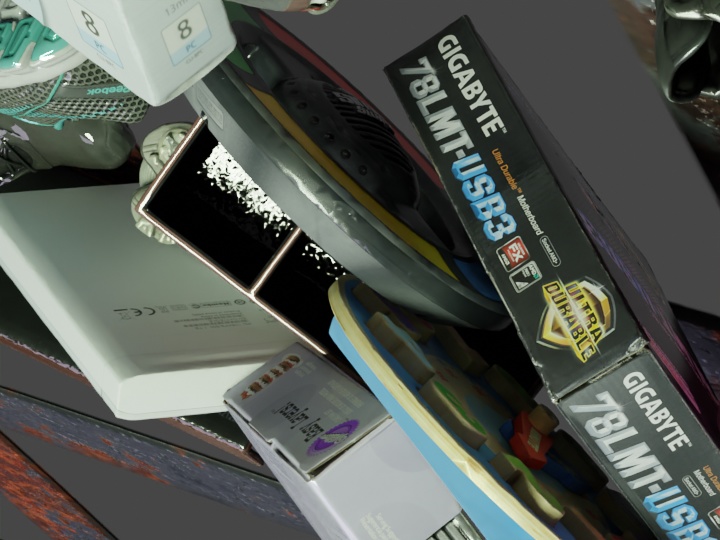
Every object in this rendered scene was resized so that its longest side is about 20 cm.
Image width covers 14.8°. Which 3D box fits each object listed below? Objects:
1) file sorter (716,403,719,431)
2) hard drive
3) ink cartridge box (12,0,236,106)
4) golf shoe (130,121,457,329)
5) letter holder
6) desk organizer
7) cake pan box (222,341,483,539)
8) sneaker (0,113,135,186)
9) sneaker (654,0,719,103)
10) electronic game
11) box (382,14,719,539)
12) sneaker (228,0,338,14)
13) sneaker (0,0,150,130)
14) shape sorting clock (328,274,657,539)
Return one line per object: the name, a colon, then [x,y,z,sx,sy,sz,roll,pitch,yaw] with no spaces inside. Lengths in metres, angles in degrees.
file sorter: [0.260,0.060,1.074,0.200,0.126,0.139,34,161,-19]
hard drive: [-0.094,0.011,1.355,0.132,0.027,0.200,-5,-151,-26]
ink cartridge box: [-0.131,-0.171,0.998,0.160,0.047,0.200,38,159,37]
golf shoe: [-0.009,-0.025,1.350,0.200,0.078,0.097,23,-172,8]
letter holder: [-0.121,0.024,1.528,0.200,0.101,0.142,25,172,10]
desk organizer: [0.000,0.000,1.262,0.200,0.072,0.077,37,-166,2]
cake pan box: [0.024,0.128,1.201,0.184,0.052,0.200,53,174,-13]
sneaker: [-0.200,-0.068,1.431,0.200,0.091,0.076,11,154,38]
sneaker: [0.111,-0.102,0.880,0.200,0.104,0.060,19,161,24]
electronic game: [-0.007,-0.049,1.157,0.200,0.042,0.200,42,-167,-11]
box: [0.099,0.022,1.142,0.200,0.050,0.199,50,-169,-46]
sneaker: [-0.027,-0.135,1.059,0.082,0.077,0.200,27,175,-31]
sneaker: [-0.174,-0.099,1.342,0.200,0.078,0.091,9,158,48]
shape sorting clock: [0.064,0.071,1.133,0.200,0.039,0.200,45,-170,-11]
